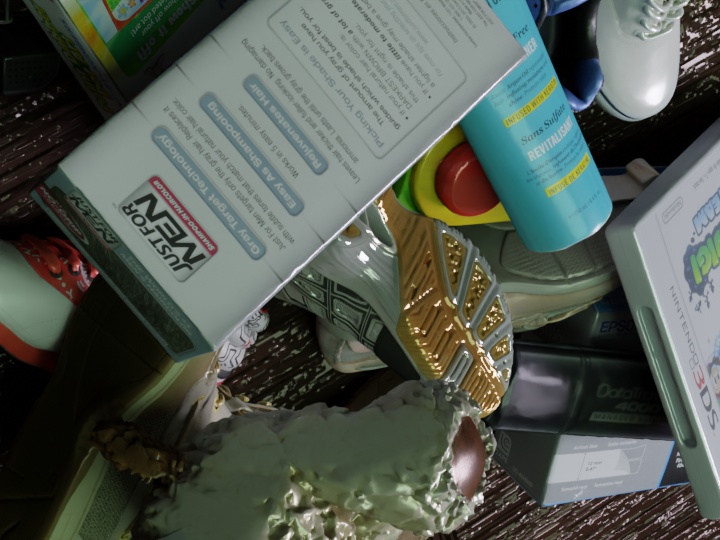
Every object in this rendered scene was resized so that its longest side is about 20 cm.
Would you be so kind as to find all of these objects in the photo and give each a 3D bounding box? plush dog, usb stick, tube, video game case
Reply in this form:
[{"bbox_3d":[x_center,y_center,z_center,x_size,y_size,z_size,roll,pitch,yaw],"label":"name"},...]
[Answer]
[{"bbox_3d":[-0.041,0.139,0.831,0.200,0.160,0.172,-60,161,-25],"label":"plush dog"},{"bbox_3d":[0.150,0.071,1.063,0.199,0.033,0.056,7,106,-33],"label":"usb stick"},{"bbox_3d":[0.064,-0.103,0.903,0.077,0.050,0.200,-44,119,-28],"label":"tube"},{"bbox_3d":[0.220,0.014,1.063,0.200,0.024,0.183,-40,114,-46],"label":"video game case"}]

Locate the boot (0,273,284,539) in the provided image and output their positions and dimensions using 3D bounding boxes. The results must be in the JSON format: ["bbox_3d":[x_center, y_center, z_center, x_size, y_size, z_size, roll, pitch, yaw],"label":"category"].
[{"bbox_3d":[-0.072,0.064,0.889,0.154,0.072,0.200,14,116,-44],"label":"boot"}]

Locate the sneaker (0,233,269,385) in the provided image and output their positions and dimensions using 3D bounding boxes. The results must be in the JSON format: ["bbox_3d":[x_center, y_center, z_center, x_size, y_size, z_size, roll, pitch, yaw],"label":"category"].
[{"bbox_3d":[-0.126,0.003,0.901,0.108,0.067,0.201,-47,136,-1],"label":"sneaker"}]

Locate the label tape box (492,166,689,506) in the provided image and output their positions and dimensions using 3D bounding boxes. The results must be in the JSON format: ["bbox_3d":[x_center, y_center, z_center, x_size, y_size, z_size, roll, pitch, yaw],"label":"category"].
[{"bbox_3d":[0.174,0.038,1.120,0.143,0.066,0.201,-3,121,-32],"label":"label tape box"}]

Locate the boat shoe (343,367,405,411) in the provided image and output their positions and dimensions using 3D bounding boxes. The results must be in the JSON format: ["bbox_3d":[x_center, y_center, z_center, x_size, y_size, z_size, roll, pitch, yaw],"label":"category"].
[{"bbox_3d":[-0.002,0.116,1.048,0.200,0.072,0.065,-38,127,-16],"label":"boat shoe"}]

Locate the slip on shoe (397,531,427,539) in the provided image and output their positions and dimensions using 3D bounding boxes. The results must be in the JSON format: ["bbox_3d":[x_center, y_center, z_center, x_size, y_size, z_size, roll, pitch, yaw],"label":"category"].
[{"bbox_3d":[-0.019,0.190,1.088,0.200,0.061,0.076,-35,131,-11],"label":"slip on shoe"}]

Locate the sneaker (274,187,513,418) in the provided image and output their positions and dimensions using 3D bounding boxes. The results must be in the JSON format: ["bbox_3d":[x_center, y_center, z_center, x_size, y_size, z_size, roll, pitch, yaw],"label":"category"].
[{"bbox_3d":[0.000,0.000,0.948,0.200,0.087,0.076,50,52,-22],"label":"sneaker"}]

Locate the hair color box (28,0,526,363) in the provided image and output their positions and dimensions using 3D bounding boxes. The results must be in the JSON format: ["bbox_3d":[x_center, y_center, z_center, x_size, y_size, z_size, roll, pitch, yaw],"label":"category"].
[{"bbox_3d":[-0.033,-0.064,0.786,0.200,0.061,0.099,-44,99,-22],"label":"hair color box"}]

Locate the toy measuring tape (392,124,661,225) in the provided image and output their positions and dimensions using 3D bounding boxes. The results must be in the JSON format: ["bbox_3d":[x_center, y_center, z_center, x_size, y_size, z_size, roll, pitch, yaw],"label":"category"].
[{"bbox_3d":[0.083,-0.066,0.989,0.199,0.074,0.074,-6,121,-26],"label":"toy measuring tape"}]

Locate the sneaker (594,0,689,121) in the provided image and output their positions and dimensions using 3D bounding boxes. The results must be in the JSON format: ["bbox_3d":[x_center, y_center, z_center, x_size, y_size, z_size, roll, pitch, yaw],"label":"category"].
[{"bbox_3d":[0.148,-0.160,0.976,0.073,0.071,0.201,-27,129,-17],"label":"sneaker"}]

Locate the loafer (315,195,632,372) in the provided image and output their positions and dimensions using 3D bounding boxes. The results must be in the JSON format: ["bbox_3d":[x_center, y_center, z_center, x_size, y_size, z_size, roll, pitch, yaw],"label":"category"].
[{"bbox_3d":[0.068,0.008,1.031,0.199,0.072,0.063,-14,142,-12],"label":"loafer"}]

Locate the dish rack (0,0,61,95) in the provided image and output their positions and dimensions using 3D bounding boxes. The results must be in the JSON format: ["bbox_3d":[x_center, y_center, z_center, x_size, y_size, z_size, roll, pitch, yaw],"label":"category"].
[{"bbox_3d":[-0.192,-0.161,0.764,0.153,0.055,0.201,-10,120,-30],"label":"dish rack"}]

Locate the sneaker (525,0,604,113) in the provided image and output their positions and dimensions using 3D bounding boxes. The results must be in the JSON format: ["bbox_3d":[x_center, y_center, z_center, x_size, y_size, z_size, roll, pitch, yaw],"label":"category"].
[{"bbox_3d":[0.093,-0.166,0.930,0.075,0.078,0.201,-30,130,-18],"label":"sneaker"}]

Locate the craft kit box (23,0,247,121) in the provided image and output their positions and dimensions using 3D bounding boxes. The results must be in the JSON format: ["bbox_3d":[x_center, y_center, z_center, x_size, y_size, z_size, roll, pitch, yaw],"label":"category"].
[{"bbox_3d":[-0.060,-0.163,0.812,0.200,0.048,0.198,-49,138,-16],"label":"craft kit box"}]
